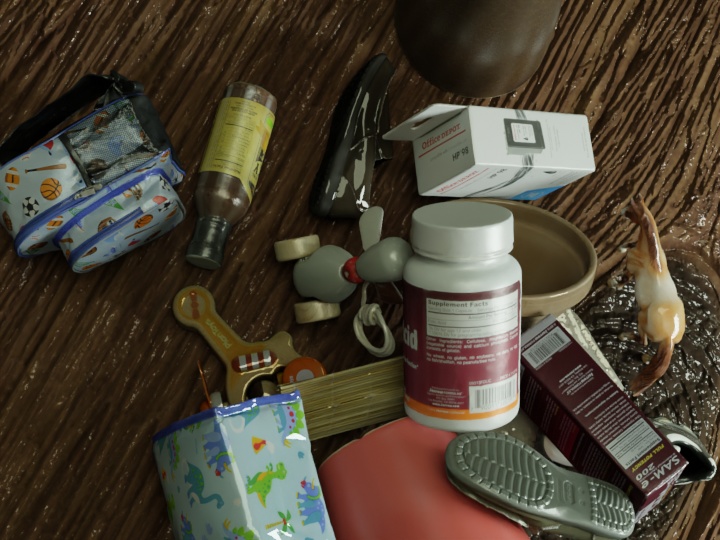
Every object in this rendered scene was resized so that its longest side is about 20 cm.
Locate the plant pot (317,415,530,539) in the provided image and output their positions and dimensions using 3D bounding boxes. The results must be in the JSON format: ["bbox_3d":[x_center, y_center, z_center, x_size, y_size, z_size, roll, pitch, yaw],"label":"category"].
[{"bbox_3d":[0.054,0.250,1.423,0.200,0.201,0.178,-21,69,-17],"label":"plant pot"}]

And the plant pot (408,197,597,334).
[{"bbox_3d":[0.145,0.010,1.530,0.200,0.093,0.201,5,33,-3],"label":"plant pot"}]

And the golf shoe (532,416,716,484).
[{"bbox_3d":[0.282,0.184,1.511,0.199,0.094,0.078,7,100,-18],"label":"golf shoe"}]

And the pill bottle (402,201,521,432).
[{"bbox_3d":[0.097,0.042,1.376,0.114,0.114,0.201,-5,107,-13],"label":"pill bottle"}]

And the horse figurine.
[{"bbox_3d":[0.309,0.030,1.559,0.050,0.133,0.201,-6,77,-13],"label":"horse figurine"}]

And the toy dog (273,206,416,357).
[{"bbox_3d":[0.000,0.000,1.489,0.096,0.200,0.133,-17,114,-38],"label":"toy dog"}]

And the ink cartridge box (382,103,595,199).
[{"bbox_3d":[0.136,-0.125,1.547,0.199,0.116,0.067,0,76,-30],"label":"ink cartridge box"}]

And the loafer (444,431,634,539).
[{"bbox_3d":[0.162,0.218,1.365,0.199,0.070,0.075,25,45,-12],"label":"loafer"}]

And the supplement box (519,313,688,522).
[{"bbox_3d":[0.228,0.150,1.437,0.061,0.109,0.200,-35,69,-16],"label":"supplement box"}]

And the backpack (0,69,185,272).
[{"bbox_3d":[-0.274,-0.082,1.449,0.190,0.200,0.155,-23,79,-4],"label":"backpack"}]

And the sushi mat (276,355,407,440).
[{"bbox_3d":[0.007,0.126,1.451,0.199,0.096,0.012,-12,44,-22],"label":"sushi mat"}]

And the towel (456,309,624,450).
[{"bbox_3d":[0.176,0.128,1.556,0.199,0.034,0.133,-29,81,-17],"label":"towel"}]

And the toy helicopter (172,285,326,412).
[{"bbox_3d":[-0.131,0.101,1.490,0.132,0.079,0.200,-41,75,-10],"label":"toy helicopter"}]

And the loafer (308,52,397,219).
[{"bbox_3d":[0.003,-0.141,1.581,0.071,0.073,0.201,23,76,-15],"label":"loafer"}]

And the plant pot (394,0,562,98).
[{"bbox_3d":[0.149,-0.315,1.585,0.186,0.200,0.188,3,74,-11],"label":"plant pot"}]

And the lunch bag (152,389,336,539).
[{"bbox_3d":[-0.125,0.220,1.383,0.127,0.200,0.171,-7,78,-40],"label":"lunch bag"}]

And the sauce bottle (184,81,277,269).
[{"bbox_3d":[-0.142,-0.100,1.537,0.064,0.065,0.201,17,74,-7],"label":"sauce bottle"}]
